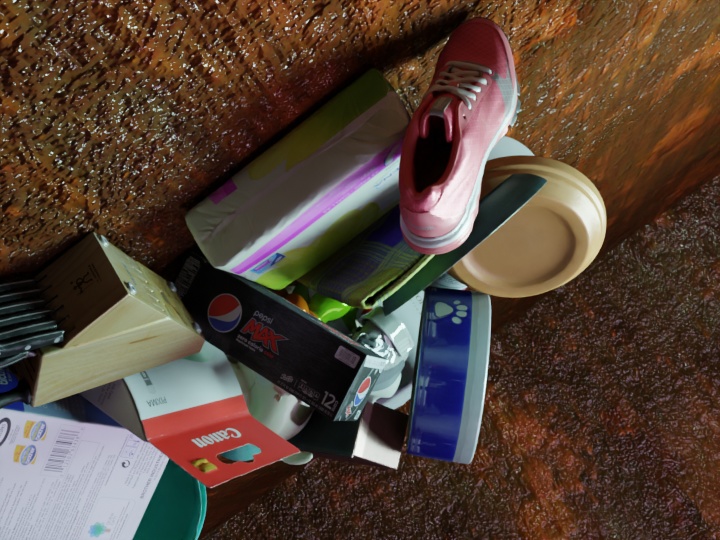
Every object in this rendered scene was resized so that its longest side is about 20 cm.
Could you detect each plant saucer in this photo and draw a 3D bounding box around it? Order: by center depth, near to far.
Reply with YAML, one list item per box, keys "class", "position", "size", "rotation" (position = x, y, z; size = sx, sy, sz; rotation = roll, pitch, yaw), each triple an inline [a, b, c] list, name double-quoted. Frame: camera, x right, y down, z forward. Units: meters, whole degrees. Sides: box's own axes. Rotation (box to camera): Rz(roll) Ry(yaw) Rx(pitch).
- class: "plant saucer"
  position: [0.092, -0.030, 0.854]
  size: [0.199, 0.028, 0.200]
  rotation: [-41, 179, 0]
- class: "plant saucer"
  position: [0.171, -0.037, 0.984]
  size: [0.196, 0.038, 0.202]
  rotation: [3, 135, 3]

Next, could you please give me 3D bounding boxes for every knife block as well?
- class: "knife block"
  position: [-0.235, 0.061, 0.694]
  size: [0.175, 0.064, 0.200]
  rotation: [-38, 157, 1]

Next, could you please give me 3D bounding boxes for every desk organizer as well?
- class: "desk organizer"
  position: [-0.036, 0.196, 1.114]
  size: [0.076, 0.073, 0.198]
  rotation: [25, 161, -34]

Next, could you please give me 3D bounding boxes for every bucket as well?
- class: "bucket"
  position: [-0.285, 0.279, 1.085]
  size: [0.205, 0.209, 0.135]
  rotation: [-30, 176, -14]

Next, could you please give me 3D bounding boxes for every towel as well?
- class: "towel"
  position: [0.010, -0.030, 0.833]
  size: [0.143, 0.023, 0.199]
  rotation: [-43, -156, -10]

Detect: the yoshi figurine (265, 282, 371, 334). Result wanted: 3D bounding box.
- class: "yoshi figurine"
  position: [-0.007, -0.014, 0.937]
  size: [0.198, 0.113, 0.112]
  rotation: [-31, 160, -17]

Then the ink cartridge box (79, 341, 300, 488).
- class: "ink cartridge box"
  position: [-0.158, 0.105, 0.798]
  size: [0.160, 0.198, 0.051]
  rotation: [-1, 117, -65]

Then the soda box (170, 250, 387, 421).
- class: "soda box"
  position: [-0.079, 0.057, 0.799]
  size: [0.064, 0.198, 0.071]
  rotation: [-61, 161, 1]

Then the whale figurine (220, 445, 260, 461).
- class: "whale figurine"
  position: [-0.165, 0.221, 1.271]
  size: [0.156, 0.106, 0.200]
  rotation: [-9, 176, -8]

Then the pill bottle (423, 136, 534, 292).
- class: "pill bottle"
  position: [0.131, -0.063, 1.077]
  size: [0.112, 0.114, 0.200]
  rotation: [-24, 163, -35]

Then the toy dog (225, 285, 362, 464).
- class: "toy dog"
  position: [-0.078, 0.112, 1.037]
  size: [0.199, 0.197, 0.138]
  rotation: [-35, 155, 34]

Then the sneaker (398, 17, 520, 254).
- class: "sneaker"
  position: [0.076, -0.117, 0.687]
  size: [0.087, 0.072, 0.204]
  rotation: [56, 47, -65]

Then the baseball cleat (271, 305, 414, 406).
- class: "baseball cleat"
  position: [-0.015, 0.082, 0.907]
  size: [0.199, 0.069, 0.108]
  rotation: [9, 108, -59]

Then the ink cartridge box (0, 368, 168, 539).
- class: "ink cartridge box"
  position: [-0.274, 0.161, 0.765]
  size: [0.198, 0.076, 0.138]
  rotation: [17, 106, -38]

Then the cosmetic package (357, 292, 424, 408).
- class: "cosmetic package"
  position: [-0.002, 0.116, 1.257]
  size: [0.198, 0.169, 0.166]
  rotation: [-21, 161, -45]

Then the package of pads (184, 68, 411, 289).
- class: "package of pads"
  position: [-0.034, -0.068, 0.773]
  size: [0.199, 0.069, 0.154]
  rotation: [-36, 166, 7]

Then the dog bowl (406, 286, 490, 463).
- class: "dog bowl"
  position: [0.104, 0.123, 1.072]
  size: [0.077, 0.204, 0.200]
  rotation: [7, 165, 3]
